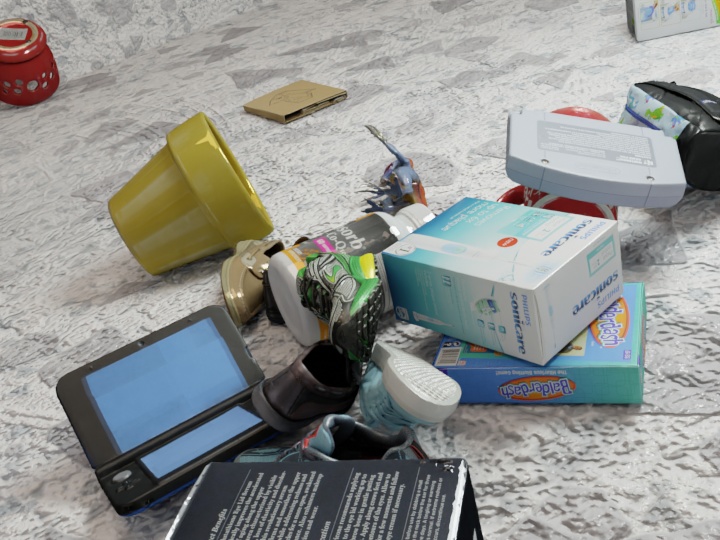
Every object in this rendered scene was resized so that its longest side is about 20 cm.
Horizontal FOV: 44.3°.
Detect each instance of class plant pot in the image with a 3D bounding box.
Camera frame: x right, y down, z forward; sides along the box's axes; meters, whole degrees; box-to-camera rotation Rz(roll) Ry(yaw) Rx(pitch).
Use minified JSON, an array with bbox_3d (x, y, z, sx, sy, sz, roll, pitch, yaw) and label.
[{"bbox_3d":[-0.255,-0.096,1.293,0.188,0.202,0.201,-31,27,1],"label":"plant pot"},{"bbox_3d":[-0.986,-0.606,2.557,0.198,0.183,0.202,3,54,-4],"label":"plant pot"}]

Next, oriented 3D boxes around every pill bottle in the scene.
[{"bbox_3d":[0.000,0.000,1.044,0.198,0.118,0.116,-24,28,-19],"label":"pill bottle"}]

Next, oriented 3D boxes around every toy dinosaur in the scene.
[{"bbox_3d":[0.061,-0.124,1.341,0.199,0.106,0.181,36,29,10],"label":"toy dinosaur"}]

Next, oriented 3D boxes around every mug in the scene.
[{"bbox_3d":[0.255,-0.085,1.113,0.132,0.178,0.201,25,36,-4],"label":"mug"}]

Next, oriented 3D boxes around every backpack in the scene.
[{"bbox_3d":[0.417,-0.176,1.145,0.161,0.155,0.201,-2,42,-23],"label":"backpack"}]

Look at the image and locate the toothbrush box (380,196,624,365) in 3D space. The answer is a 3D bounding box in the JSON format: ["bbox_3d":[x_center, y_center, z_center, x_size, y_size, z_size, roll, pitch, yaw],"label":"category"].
[{"bbox_3d":[0.143,0.003,0.903,0.146,0.086,0.199,-32,32,-33],"label":"toothbrush box"}]

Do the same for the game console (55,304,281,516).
[{"bbox_3d":[-0.181,0.127,0.876,0.199,0.119,0.170,-27,11,-22],"label":"game console"}]

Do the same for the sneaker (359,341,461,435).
[{"bbox_3d":[0.039,0.123,0.805,0.073,0.083,0.200,19,2,-5],"label":"sneaker"}]

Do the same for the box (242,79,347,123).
[{"bbox_3d":[-0.146,-0.371,1.936,0.162,0.021,0.199,-27,30,-24],"label":"box"}]

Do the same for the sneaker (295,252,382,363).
[{"bbox_3d":[-0.024,0.034,0.880,0.084,0.079,0.200,6,14,-5],"label":"sneaker"}]

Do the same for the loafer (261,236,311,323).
[{"bbox_3d":[-0.059,-0.012,1.145,0.072,0.073,0.200,0,29,29],"label":"loafer"}]

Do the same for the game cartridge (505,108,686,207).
[{"bbox_3d":[0.264,-0.127,1.010,0.197,0.041,0.134,10,36,4],"label":"game cartridge"}]

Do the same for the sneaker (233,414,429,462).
[{"bbox_3d":[-0.027,0.161,0.770,0.198,0.096,0.079,-2,28,23],"label":"sneaker"}]

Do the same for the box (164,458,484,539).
[{"bbox_3d":[-0.016,0.218,0.601,0.198,0.149,0.105,-6,28,18],"label":"box"}]

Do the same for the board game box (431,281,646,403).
[{"bbox_3d":[0.184,0.072,0.893,0.198,0.045,0.152,-4,28,23],"label":"board game box"}]

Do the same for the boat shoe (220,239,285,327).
[{"bbox_3d":[-0.136,0.006,1.151,0.064,0.072,0.201,-11,26,7],"label":"boat shoe"}]

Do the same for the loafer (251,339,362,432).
[{"bbox_3d":[-0.032,0.101,0.853,0.063,0.072,0.200,-47,-11,19],"label":"loafer"}]

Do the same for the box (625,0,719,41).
[{"bbox_3d":[0.644,-0.543,1.784,0.197,0.102,0.113,-9,27,11],"label":"box"}]
